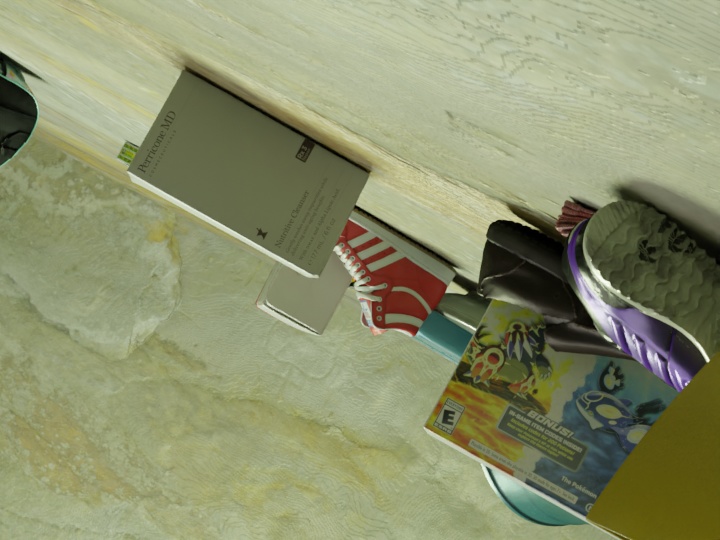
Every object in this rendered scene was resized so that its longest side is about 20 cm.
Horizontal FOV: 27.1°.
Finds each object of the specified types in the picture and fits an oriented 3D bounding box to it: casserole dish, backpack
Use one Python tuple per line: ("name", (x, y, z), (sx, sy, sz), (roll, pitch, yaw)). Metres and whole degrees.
("casserole dish", (0.103, 0.083, 1.837), (0.199, 0.039, 0.121), (32, 175, -19))
("backpack", (-0.582, -0.249, 2.200), (0.200, 0.176, 0.153), (31, -168, -41))

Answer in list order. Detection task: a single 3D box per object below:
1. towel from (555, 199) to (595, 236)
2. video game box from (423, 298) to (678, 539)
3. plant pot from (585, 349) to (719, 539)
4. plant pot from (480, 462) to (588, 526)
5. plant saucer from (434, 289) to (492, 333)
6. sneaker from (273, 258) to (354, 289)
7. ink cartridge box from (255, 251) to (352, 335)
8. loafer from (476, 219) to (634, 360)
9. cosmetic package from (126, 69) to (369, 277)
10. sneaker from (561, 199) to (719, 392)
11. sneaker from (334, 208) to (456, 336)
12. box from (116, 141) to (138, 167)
("towel", (0.236, 0.019, 1.007), (0.199, 0.023, 0.144), (26, 176, 31))
("video game box", (0.179, 0.095, 1.187), (0.199, 0.183, 0.047), (28, 172, 11))
("plant pot", (0.274, 0.115, 0.801), (0.199, 0.177, 0.200), (29, 173, -13))
("plant pot", (0.234, 0.132, 1.308), (0.200, 0.201, 0.188), (31, 161, -29))
("plant saucer", (0.170, 0.070, 1.835), (0.199, 0.050, 0.200), (29, 176, 2))
("sneaker", (-0.041, -0.023, 2.034), (0.082, 0.078, 0.200), (19, 180, 42))
("ink cartridge box", (-0.058, -0.002, 1.826), (0.085, 0.148, 0.200), (29, 177, -7))
("loafer", (0.176, 0.034, 1.148), (0.199, 0.072, 0.073), (32, -165, 19))
("cosmetic package", (-0.104, -0.087, 1.383), (0.199, 0.113, 0.081), (27, 176, -6))
("sneaker", (0.202, 0.040, 0.931), (0.200, 0.070, 0.099), (46, 162, -4))
("sneaker", (0.000, 0.000, 1.695), (0.199, 0.113, 0.071), (30, 175, -8))
("box", (-0.315, -0.149, 2.529), (0.110, 0.035, 0.200), (26, 175, 30))
